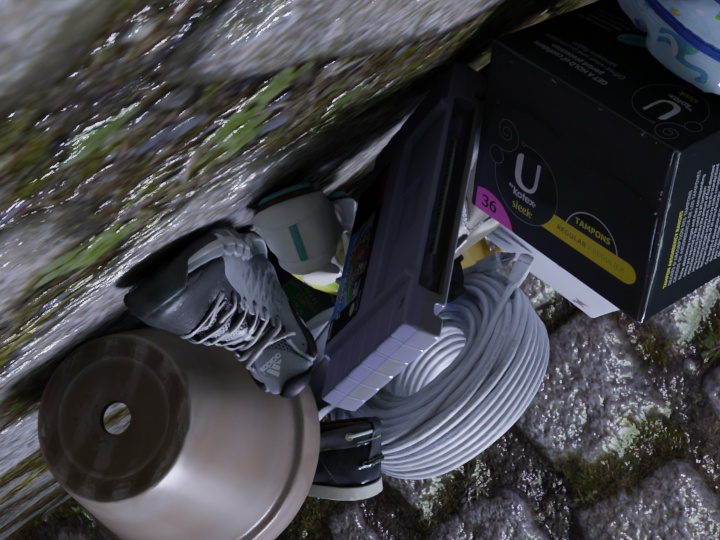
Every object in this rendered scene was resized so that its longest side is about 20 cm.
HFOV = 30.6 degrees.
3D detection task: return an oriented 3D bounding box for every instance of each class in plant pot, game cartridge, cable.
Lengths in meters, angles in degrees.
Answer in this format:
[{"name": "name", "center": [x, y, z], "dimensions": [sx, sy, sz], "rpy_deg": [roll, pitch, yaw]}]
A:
[{"name": "plant pot", "center": [-0.146, 0.119, 0.979], "dimensions": [0.199, 0.201, 0.174], "rpy_deg": [-35, 161, 4]}, {"name": "game cartridge", "center": [0.025, -0.021, 0.843], "dimensions": [0.130, 0.038, 0.201], "rpy_deg": [-41, -150, 51]}, {"name": "cable", "center": [0.068, 0.088, 1.141], "dimensions": [0.199, 0.069, 0.201], "rpy_deg": [-20, -146, 38]}]

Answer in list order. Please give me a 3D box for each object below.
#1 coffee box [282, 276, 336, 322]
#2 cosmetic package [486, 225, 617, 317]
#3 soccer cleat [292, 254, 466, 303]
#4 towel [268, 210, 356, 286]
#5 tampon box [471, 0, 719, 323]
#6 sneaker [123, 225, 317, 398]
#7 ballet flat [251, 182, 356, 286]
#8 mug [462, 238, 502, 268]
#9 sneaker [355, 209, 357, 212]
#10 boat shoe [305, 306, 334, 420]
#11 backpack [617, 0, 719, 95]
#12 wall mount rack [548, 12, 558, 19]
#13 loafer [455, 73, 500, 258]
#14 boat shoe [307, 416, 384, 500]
[{"name": "coffee box", "center": [-0.088, 0.076, 1.157], "dimensions": [0.200, 0.044, 0.123], "rpy_deg": [-37, 160, 12]}, {"name": "cosmetic package", "center": [0.212, -0.091, 1.131], "dimensions": [0.200, 0.167, 0.166], "rpy_deg": [-54, -179, -9]}, {"name": "soccer cleat", "center": [0.000, 0.001, 1.090], "dimensions": [0.199, 0.065, 0.083], "rpy_deg": [11, 162, -41]}, {"name": "towel", "center": [-0.055, 0.002, 1.220], "dimensions": [0.199, 0.049, 0.112], "rpy_deg": [-31, 171, -33]}, {"name": "tampon box", "center": [0.195, -0.088, 0.827], "dimensions": [0.199, 0.150, 0.127], "rpy_deg": [-25, 137, -31]}, {"name": "sneaker", "center": [-0.076, 0.035, 0.868], "dimensions": [0.075, 0.116, 0.200], "rpy_deg": [-35, 177, 14]}, {"name": "ballet flat", "center": [-0.034, -0.020, 0.923], "dimensions": [0.069, 0.070, 0.200], "rpy_deg": [-35, 177, 5]}, {"name": "mug", "center": [0.082, -0.020, 1.425], "dimensions": [0.149, 0.154, 0.187], "rpy_deg": [-32, 176, -32]}, {"name": "sneaker", "center": [0.058, -0.079, 1.125], "dimensions": [0.080, 0.071, 0.200], "rpy_deg": [-46, -176, -30]}, {"name": "boat shoe", "center": [-0.027, 0.076, 1.103], "dimensions": [0.200, 0.072, 0.071], "rpy_deg": [-46, -179, 44]}, {"name": "backpack", "center": [0.236, -0.181, 0.741], "dimensions": [0.199, 0.164, 0.154], "rpy_deg": [-28, 166, -15]}, {"name": "wall mount rack", "center": [0.145, -0.097, 0.982], "dimensions": [0.200, 0.075, 0.173], "rpy_deg": [-36, 136, 20]}, {"name": "loafer", "center": [0.068, -0.037, 0.915], "dimensions": [0.201, 0.069, 0.075], "rpy_deg": [-60, -164, 27]}, {"name": "boat shoe", "center": [-0.078, 0.140, 1.082], "dimensions": [0.199, 0.068, 0.072], "rpy_deg": [4, -166, 14]}]
